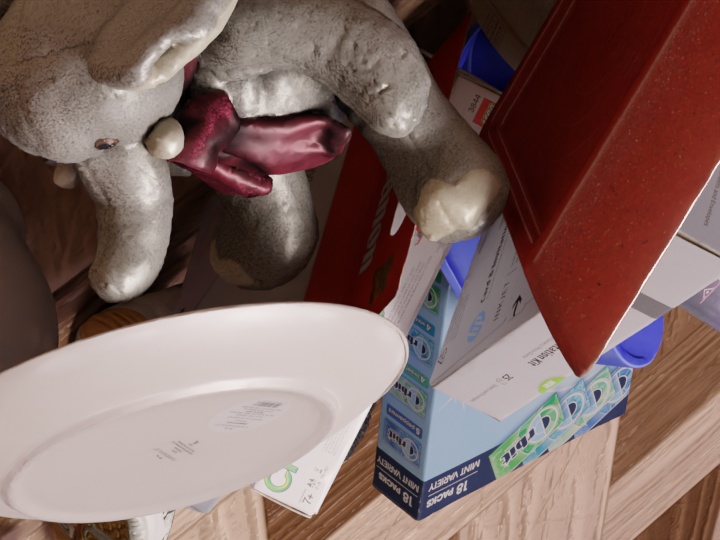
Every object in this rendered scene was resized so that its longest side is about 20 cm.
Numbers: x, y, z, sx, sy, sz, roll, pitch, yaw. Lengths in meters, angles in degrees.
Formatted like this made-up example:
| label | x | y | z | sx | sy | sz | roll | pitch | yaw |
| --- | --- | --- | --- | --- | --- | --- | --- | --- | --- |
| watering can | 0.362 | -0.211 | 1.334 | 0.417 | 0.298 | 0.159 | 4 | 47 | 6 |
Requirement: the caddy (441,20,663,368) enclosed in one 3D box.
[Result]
| label | x | y | z | sx | sy | sz | roll | pitch | yaw |
| --- | --- | --- | --- | --- | --- | --- | --- | --- | --- |
| caddy | 0.093 | -0.039 | 1.308 | 0.142 | 0.104 | 0.200 | -66 | 148 | -28 |

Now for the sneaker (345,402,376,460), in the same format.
| label | x | y | z | sx | sy | sz | roll | pitch | yaw |
| --- | --- | --- | --- | --- | --- | --- | --- | --- | --- |
| sneaker | -0.013 | -0.006 | 1.307 | 0.074 | 0.080 | 0.201 | -42 | 150 | -73 |

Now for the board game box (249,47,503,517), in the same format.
| label | x | y | z | sx | sy | sz | roll | pitch | yaw |
| --- | --- | --- | --- | --- | --- | --- | --- | --- | --- |
| board game box | 0.000 | 0.000 | 1.177 | 0.201 | 0.034 | 0.126 | -64 | -166 | 5 |

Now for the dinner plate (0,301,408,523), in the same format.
| label | x | y | z | sx | sy | sz | roll | pitch | yaw |
| --- | --- | --- | --- | --- | --- | --- | --- | --- | --- |
| dinner plate | -0.075 | 0.063 | 1.020 | 0.199 | 0.024 | 0.200 | -15 | 159 | -6 |

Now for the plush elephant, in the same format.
| label | x | y | z | sx | sy | sz | roll | pitch | yaw |
| --- | --- | --- | --- | --- | --- | --- | --- | --- | --- |
| plush elephant | -0.068 | -0.064 | 0.959 | 0.155 | 0.201 | 0.164 | -32 | -162 | -37 |

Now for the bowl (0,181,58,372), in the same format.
| label | x | y | z | sx | sy | sz | roll | pitch | yaw |
| --- | --- | --- | --- | --- | --- | --- | --- | --- | --- |
| bowl | -0.192 | 0.060 | 1.074 | 0.201 | 0.090 | 0.201 | -37 | 157 | -19 |

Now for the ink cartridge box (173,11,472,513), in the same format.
| label | x | y | z | sx | sy | sz | roll | pitch | yaw |
| --- | --- | --- | --- | --- | --- | --- | --- | --- | --- |
| ink cartridge box | -0.030 | -0.010 | 1.131 | 0.200 | 0.057 | 0.163 | 125 | -15 | -51 |

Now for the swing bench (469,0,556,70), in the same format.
| label | x | y | z | sx | sy | sz | roll | pitch | yaw |
| --- | --- | --- | --- | --- | --- | --- | --- | --- | --- |
| swing bench | 0.168 | -0.166 | 1.169 | 0.199 | 0.130 | 0.200 | 9 | 134 | -13 |

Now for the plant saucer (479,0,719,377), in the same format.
| label | x | y | z | sx | sy | sz | roll | pitch | yaw |
| --- | --- | --- | --- | --- | --- | --- | --- | --- | --- |
| plant saucer | 0.105 | -0.084 | 0.988 | 0.201 | 0.037 | 0.200 | -59 | -166 | 16 |

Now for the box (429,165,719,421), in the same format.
| label | x | y | z | sx | sy | sz | roll | pitch | yaw |
| --- | --- | --- | --- | --- | --- | --- | --- | --- | --- |
| box | 0.106 | -0.040 | 1.063 | 0.200 | 0.041 | 0.157 | -39 | -153 | 58 |

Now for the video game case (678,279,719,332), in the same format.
| label | x | y | z | sx | sy | sz | roll | pitch | yaw |
| --- | --- | --- | --- | --- | --- | --- | --- | --- | --- |
| video game case | 0.198 | -0.031 | 1.152 | 0.143 | 0.019 | 0.200 | -47 | 156 | 8 |

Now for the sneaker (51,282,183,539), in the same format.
| label | x | y | z | sx | sy | sz | roll | pitch | yaw |
| --- | --- | --- | --- | --- | --- | --- | --- | --- | --- |
| sneaker | -0.098 | 0.085 | 1.301 | 0.087 | 0.076 | 0.201 | -29 | 152 | -36 |

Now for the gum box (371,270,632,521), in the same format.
| label | x | y | z | sx | sy | sz | roll | pitch | yaw |
| --- | --- | --- | --- | --- | --- | --- | --- | --- | --- |
| gum box | 0.089 | 0.021 | 1.460 | 0.169 | 0.044 | 0.201 | -24 | 134 | -35 |
